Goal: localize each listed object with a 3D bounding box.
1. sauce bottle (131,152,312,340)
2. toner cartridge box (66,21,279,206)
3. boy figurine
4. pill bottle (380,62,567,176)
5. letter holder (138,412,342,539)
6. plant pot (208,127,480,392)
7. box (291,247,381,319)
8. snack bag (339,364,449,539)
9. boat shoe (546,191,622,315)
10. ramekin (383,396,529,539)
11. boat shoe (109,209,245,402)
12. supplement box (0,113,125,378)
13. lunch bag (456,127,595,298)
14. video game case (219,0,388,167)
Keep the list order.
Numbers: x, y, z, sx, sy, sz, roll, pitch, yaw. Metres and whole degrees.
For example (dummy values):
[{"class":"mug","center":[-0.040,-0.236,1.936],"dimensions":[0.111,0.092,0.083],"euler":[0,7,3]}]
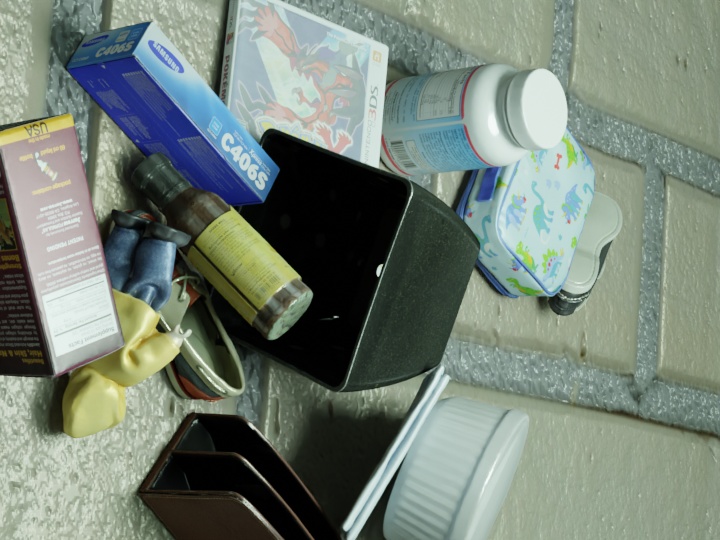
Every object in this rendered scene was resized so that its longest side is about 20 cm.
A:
[{"class":"sauce bottle","center":[-0.129,-0.027,1.516],"dimensions":[0.200,0.065,0.065],"euler":[47,44,12]},{"class":"toner cartridge box","center":[-0.169,-0.138,1.529],"dimensions":[0.200,0.094,0.043],"euler":[49,52,-36]},{"class":"boy figurine","center":[-0.207,0.053,1.463],"dimensions":[0.064,0.123,0.202],"euler":[25,81,-73]},{"class":"pill bottle","center":[0.117,-0.162,1.781],"dimensions":[0.108,0.198,0.110],"euler":[3,85,-48]},{"class":"letter holder","center":[-0.085,0.238,1.565],"dimensions":[0.201,0.141,0.101],"euler":[56,50,-30]},{"class":"plant pot","center":[0.000,0.000,1.602],"dimensions":[0.176,0.199,0.202],"euler":[14,97,-49]},{"class":"box","center":[0.005,-0.008,1.765],"dimensions":[0.200,0.036,0.145],"euler":[44,56,-36]},{"class":"snack bag","center":[0.030,0.186,1.664],"dimensions":[0.021,0.200,0.190],"euler":[30,82,3]},{"class":"boat shoe","center":[0.273,-0.022,2.058],"dimensions":[0.201,0.073,0.061],"euler":[-68,176,-48]},{"class":"ramekin","center":[0.098,0.226,1.758],"dimensions":[0.204,0.093,0.203],"euler":[-60,165,-27]},{"class":"boat shoe","center":[-0.168,0.032,1.544],"dimensions":[0.071,0.062,0.202],"euler":[-39,114,-41]},{"class":"supplement box","center":[-0.280,-0.019,1.381],"dimensions":[0.085,0.109,0.203],"euler":[-23,105,-47]},{"class":"lunch bag","center":[0.193,-0.084,1.953],"dimensions":[0.161,0.082,0.202],"euler":[44,56,-39]},{"class":"video game case","center":[-0.056,-0.171,1.685],"dimensions":[0.199,0.023,0.185],"euler":[17,71,-38]}]
